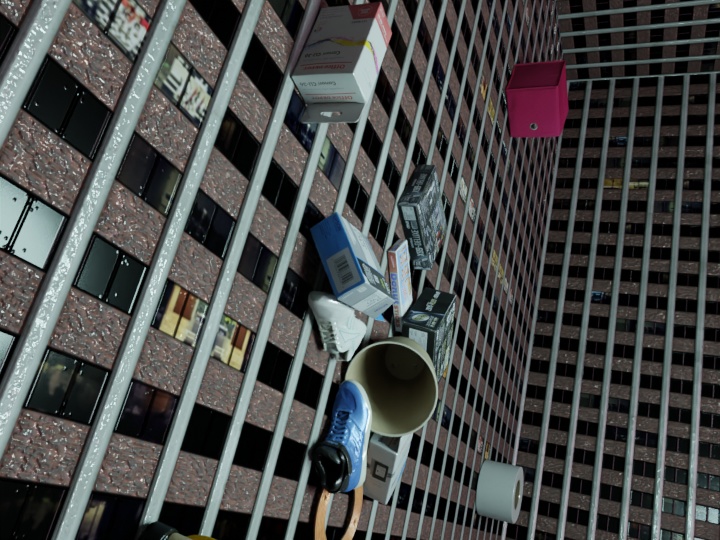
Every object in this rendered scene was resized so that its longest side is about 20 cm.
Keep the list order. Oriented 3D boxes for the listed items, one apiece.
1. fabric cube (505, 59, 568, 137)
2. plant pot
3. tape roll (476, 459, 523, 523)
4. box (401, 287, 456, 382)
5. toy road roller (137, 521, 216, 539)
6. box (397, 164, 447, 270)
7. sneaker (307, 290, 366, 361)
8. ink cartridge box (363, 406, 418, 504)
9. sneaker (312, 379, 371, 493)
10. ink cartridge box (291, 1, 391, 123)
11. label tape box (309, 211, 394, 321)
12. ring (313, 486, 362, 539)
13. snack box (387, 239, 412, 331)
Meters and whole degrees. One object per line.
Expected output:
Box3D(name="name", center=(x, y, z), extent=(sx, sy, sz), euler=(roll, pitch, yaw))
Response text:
Box3D(name="fabric cube", center=(0.665, -0.641, 2.324), extent=(0.202, 0.193, 0.201), euler=(-62, 146, -39))
Box3D(name="plant pot", center=(0.079, 0.213, 1.288), extent=(0.200, 0.183, 0.192), euler=(-35, 126, -74))
Box3D(name="tape roll", center=(0.526, 0.829, 2.335), extent=(0.202, 0.137, 0.207), euler=(-21, 113, -61))
Box3D(name="box", center=(0.162, 0.173, 1.498), extent=(0.164, 0.085, 0.203), euler=(-49, 146, -51))
Box3D(name="toy road roller", center=(-0.222, 0.418, 0.735), extent=(0.148, 0.121, 0.202), euler=(84, 25, -45))
Box3D(name="box", center=(0.156, -0.129, 1.510), extent=(0.202, 0.049, 0.159), euler=(71, 34, -40))
Box3D(name="sneaker", center=(-0.043, 0.102, 1.111), extent=(0.201, 0.069, 0.081), euler=(56, 48, -53))
Box3D(name="ink cartridge box", center=(0.061, 0.378, 1.315), extent=(0.116, 0.066, 0.203), euler=(-46, 151, -53))
Box3D(name="sneaker", center=(-0.036, 0.307, 1.148), extent=(0.111, 0.075, 0.205), euler=(13, 78, -60))
Box3D(name="ink cartridge box", center=(-0.033, -0.336, 1.005), extent=(0.068, 0.114, 0.203), euler=(56, 45, -53))
Box3D(name="label tape box", center=(0.000, 0.000, 1.113), extent=(0.199, 0.065, 0.145), euler=(31, 32, -60))
Box3D(name="ring", center=(-0.045, 0.471, 1.222), extent=(0.200, 0.019, 0.205), euler=(-14, 106, -63))
Box3D(name="snack box", center=(0.095, 0.036, 1.436), extent=(0.072, 0.024, 0.204), euler=(-43, 131, -55))
